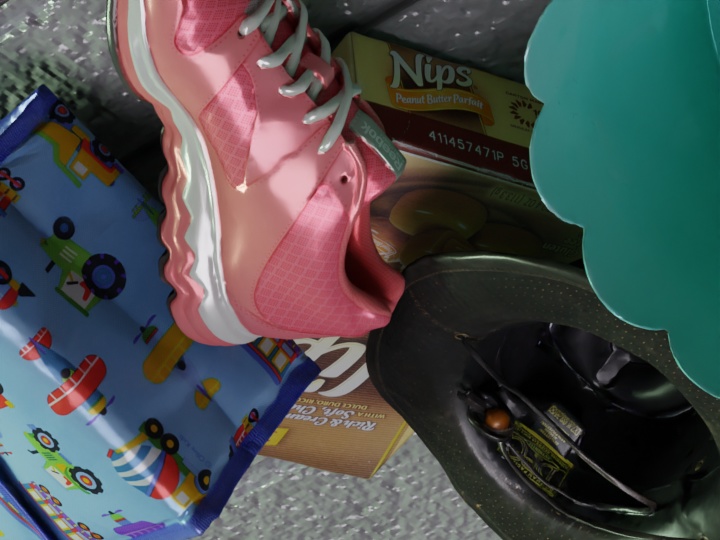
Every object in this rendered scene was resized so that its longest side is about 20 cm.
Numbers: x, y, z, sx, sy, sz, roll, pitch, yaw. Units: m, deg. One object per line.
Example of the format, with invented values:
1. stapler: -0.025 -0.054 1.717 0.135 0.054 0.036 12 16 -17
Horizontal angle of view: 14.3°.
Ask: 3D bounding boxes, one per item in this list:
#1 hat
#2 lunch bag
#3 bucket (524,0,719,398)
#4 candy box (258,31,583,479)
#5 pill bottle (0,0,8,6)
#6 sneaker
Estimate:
1. hat: 0.100 0.041 1.043 0.200 0.081 0.201 30 149 20
2. lunch bag: -0.140 0.041 1.099 0.151 0.094 0.200 46 141 -13
3. bucket: 0.169 -0.060 0.911 0.207 0.135 0.207 13 120 23
4. candy box: 0.000 0.000 1.110 0.115 0.055 0.200 15 139 -25
5. pill bottle: -0.178 -0.107 0.905 0.200 0.111 0.111 -29 137 31
6. sneaker: -0.026 -0.058 0.978 0.087 0.074 0.200 7 130 20
